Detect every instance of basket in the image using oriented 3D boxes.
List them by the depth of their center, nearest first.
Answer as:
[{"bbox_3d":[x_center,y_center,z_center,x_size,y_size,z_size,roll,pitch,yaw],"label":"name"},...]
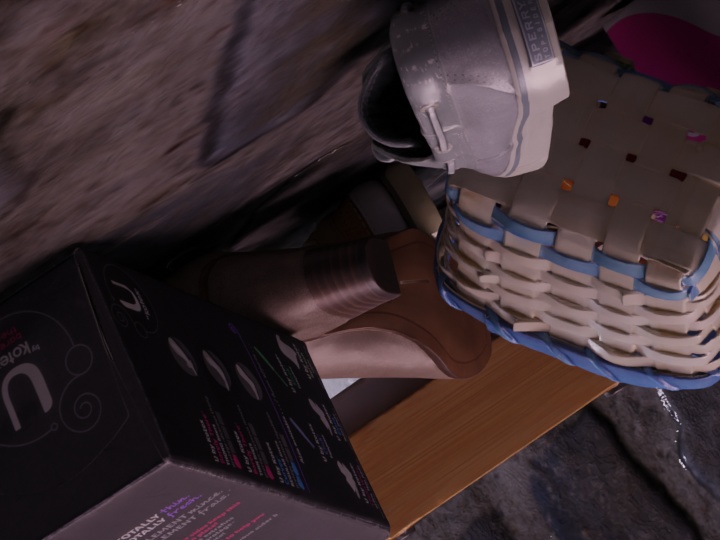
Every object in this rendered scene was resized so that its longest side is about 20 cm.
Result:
[{"bbox_3d":[0.123,-0.016,1.284,0.200,0.176,0.139,81,33,-64],"label":"basket"}]

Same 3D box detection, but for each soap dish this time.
[{"bbox_3d":[0.044,0.077,1.465,0.200,0.081,0.157,-33,177,-19],"label":"soap dish"}]

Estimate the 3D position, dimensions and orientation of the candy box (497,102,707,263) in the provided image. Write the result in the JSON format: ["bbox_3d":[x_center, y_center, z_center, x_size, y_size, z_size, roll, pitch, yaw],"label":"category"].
[{"bbox_3d":[0.130,-0.047,1.462,0.117,0.056,0.200,14,169,-4],"label":"candy box"}]

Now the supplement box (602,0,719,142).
[{"bbox_3d":[0.233,-0.130,1.359,0.200,0.101,0.103,-25,173,-42],"label":"supplement box"}]

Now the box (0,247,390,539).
[{"bbox_3d":[-0.095,0.083,1.166,0.122,0.106,0.200,-33,155,16],"label":"box"}]

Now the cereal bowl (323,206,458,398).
[{"bbox_3d":[0.052,0.013,1.748,0.200,0.083,0.200,-31,174,-4],"label":"cereal bowl"}]

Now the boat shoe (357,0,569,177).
[{"bbox_3d":[0.033,-0.072,1.035,0.071,0.070,0.201,-14,174,-2],"label":"boat shoe"}]

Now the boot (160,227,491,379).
[{"bbox_3d":[-0.035,0.029,1.325,0.146,0.070,0.200,-17,159,18],"label":"boot"}]

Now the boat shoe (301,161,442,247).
[{"bbox_3d":[0.000,0.000,1.446,0.068,0.075,0.200,-29,164,-9],"label":"boat shoe"}]
